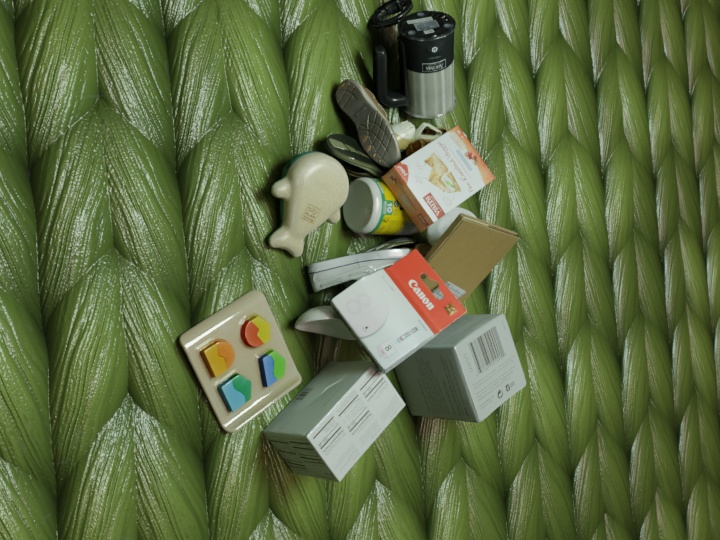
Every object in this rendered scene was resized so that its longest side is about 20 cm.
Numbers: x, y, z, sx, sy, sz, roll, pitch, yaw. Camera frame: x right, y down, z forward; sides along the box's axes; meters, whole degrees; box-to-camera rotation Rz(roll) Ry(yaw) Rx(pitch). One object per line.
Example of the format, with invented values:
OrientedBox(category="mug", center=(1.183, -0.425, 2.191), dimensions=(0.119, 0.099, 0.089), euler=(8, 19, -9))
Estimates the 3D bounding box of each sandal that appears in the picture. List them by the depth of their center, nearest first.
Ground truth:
OrientedBox(category="sandal", center=(0.001, -0.210, 1.606), dimensions=(0.201, 0.057, 0.080), euler=(23, 33, -45))

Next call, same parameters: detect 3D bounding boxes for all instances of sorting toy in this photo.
OrientedBox(category="sorting toy", center=(-0.207, 0.161, 1.432), dimensions=(0.185, 0.036, 0.200), euler=(-34, 107, -34))

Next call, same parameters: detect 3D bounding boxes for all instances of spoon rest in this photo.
OrientedBox(category="spoon rest", center=(-0.039, 0.103, 1.539), dimensions=(0.200, 0.099, 0.061), euler=(3, 72, -46))

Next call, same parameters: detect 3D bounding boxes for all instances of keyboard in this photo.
OrientedBox(category="keyboard", center=(0.120, 0.086, 1.609), dimensions=(0.056, 0.200, 0.011), euler=(33, 34, -33))

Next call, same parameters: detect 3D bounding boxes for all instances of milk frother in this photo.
OrientedBox(category="milk frother", center=(0.111, -0.453, 1.677), dimensions=(0.188, 0.180, 0.200), euler=(84, 9, -45))

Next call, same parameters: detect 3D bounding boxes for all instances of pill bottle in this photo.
OrientedBox(category="pill bottle", center=(0.073, -0.128, 1.625), dimensions=(0.200, 0.113, 0.113), euler=(0, 86, -38))
OrientedBox(category="pill bottle", center=(0.198, -0.035, 1.670), dimensions=(0.111, 0.111, 0.200), euler=(-63, 160, -23))

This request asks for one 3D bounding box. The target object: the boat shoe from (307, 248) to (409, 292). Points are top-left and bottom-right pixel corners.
OrientedBox(category="boat shoe", center=(0.000, 0.000, 1.541), dimensions=(0.200, 0.074, 0.065), euler=(-11, 91, 5))

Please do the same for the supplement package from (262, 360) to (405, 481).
OrientedBox(category="supplement package", center=(-0.048, 0.273, 1.472), dimensions=(0.200, 0.156, 0.111), euler=(-43, 109, -32))

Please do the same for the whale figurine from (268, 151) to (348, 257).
OrientedBox(category="whale figurine", center=(-0.110, -0.130, 1.509), dimensions=(0.159, 0.104, 0.200), euler=(22, 98, -36))

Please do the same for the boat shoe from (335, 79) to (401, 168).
OrientedBox(category="boat shoe", center=(0.028, -0.297, 1.602), dimensions=(0.200, 0.076, 0.072), euler=(62, 28, 7))

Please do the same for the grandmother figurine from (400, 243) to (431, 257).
OrientedBox(category="grandmother figurine", center=(0.112, 0.043, 1.633), dimensions=(0.121, 0.061, 0.200), euler=(-9, 125, -18))

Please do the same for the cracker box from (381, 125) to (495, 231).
OrientedBox(category="cracker box", center=(0.157, -0.184, 1.581), dimensions=(0.200, 0.058, 0.134), euler=(-36, 91, -32))

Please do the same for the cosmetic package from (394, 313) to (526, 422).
OrientedBox(category="cosmetic package", center=(0.198, 0.196, 1.643), dimensions=(0.165, 0.200, 0.165), euler=(-27, 103, -36))

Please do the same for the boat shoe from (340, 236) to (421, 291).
OrientedBox(category="boat shoe", center=(0.043, -0.017, 1.621), dimensions=(0.200, 0.068, 0.075), euler=(-37, 109, -34))

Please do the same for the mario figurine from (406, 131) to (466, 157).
OrientedBox(category="mario figurine", center=(0.194, -0.229, 1.692), dimensions=(0.200, 0.106, 0.124), euler=(1, 117, -44))

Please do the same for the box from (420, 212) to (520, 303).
OrientedBox(category="box", center=(0.195, -0.016, 1.563), dimensions=(0.163, 0.200, 0.021), euler=(14, 36, -38))

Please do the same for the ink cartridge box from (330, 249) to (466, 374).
OrientedBox(category="ink cartridge box", center=(0.071, 0.066, 1.458), dimensions=(0.200, 0.057, 0.163), euler=(-36, 75, -9))

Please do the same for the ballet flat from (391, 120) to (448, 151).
OrientedBox(category="ballet flat", center=(0.109, -0.289, 1.693), dimensions=(0.200, 0.063, 0.069), euler=(-4, 45, -43))
